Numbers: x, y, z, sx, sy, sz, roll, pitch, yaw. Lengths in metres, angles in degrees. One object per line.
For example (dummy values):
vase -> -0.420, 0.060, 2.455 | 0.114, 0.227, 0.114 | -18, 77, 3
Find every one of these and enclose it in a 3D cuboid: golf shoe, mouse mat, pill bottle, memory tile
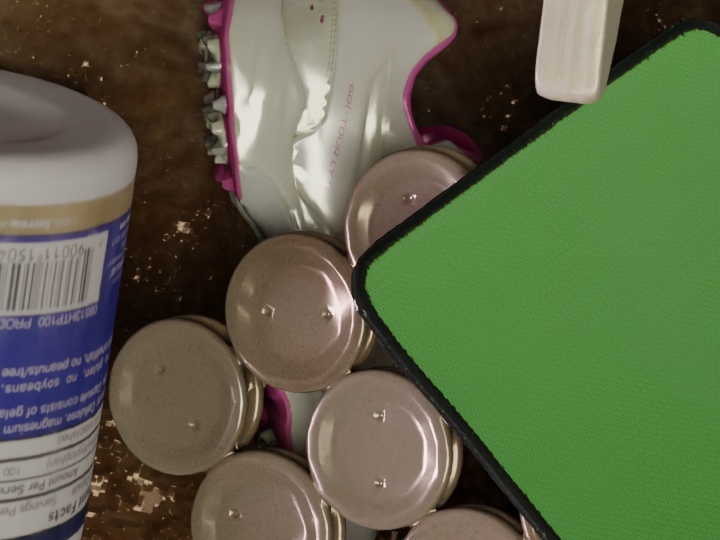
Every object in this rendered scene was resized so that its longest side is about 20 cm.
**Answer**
golf shoe -> 0.000, 0.000, 0.987 | 0.091, 0.075, 0.201 | -9, 108, -8
mouse mat -> 0.111, 0.036, 0.892 | 0.161, 0.008, 0.200 | -36, 82, -26
pill bottle -> -0.142, 0.043, 0.956 | 0.119, 0.120, 0.201 | 8, 107, -9
memory tile -> 0.021, 0.075, 0.922 | 0.153, 0.017, 0.201 | -36, 80, 24

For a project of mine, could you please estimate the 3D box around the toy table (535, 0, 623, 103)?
toy table -> 0.075, -0.144, 0.896 | 0.199, 0.117, 0.185 | -5, 94, 12
